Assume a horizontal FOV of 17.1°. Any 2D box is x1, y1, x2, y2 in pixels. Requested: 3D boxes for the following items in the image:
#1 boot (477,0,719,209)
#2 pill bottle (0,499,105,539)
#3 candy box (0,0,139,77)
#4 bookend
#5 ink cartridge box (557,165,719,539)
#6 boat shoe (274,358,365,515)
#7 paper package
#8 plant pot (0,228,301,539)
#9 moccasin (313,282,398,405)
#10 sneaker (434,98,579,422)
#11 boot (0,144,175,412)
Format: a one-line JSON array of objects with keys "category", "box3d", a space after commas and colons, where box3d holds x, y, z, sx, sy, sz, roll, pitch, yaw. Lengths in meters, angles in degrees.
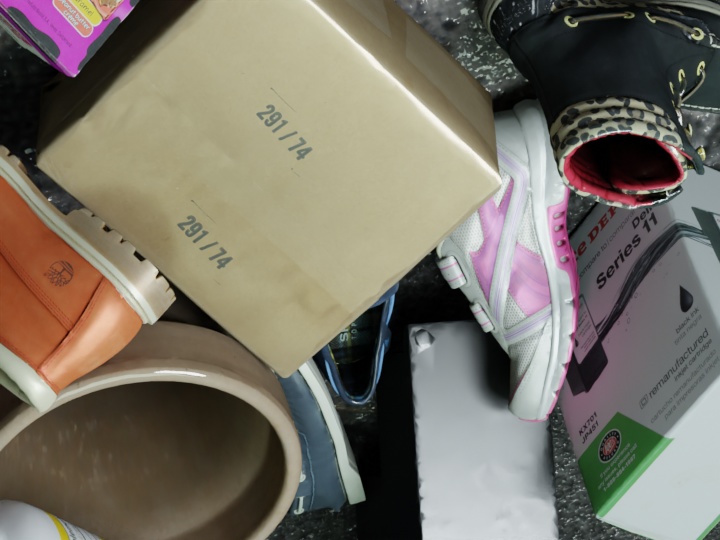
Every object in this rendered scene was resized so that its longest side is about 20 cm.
[{"category": "boot", "box3d": [0.171, -0.092, 1.373, 0.202, 0.154, 0.074, 13, 128, -27]}, {"category": "pill bottle", "box3d": [-0.178, 0.193, 1.325, 0.111, 0.112, 0.200, -41, 131, 22]}, {"category": "candy box", "box3d": [-0.127, -0.215, 1.166, 0.200, 0.061, 0.136, -50, 136, -7]}, {"category": "bookend", "box3d": [0.056, 0.134, 1.585, 0.091, 0.200, 0.200, -4, 178, -13]}, {"category": "ink cartridge box", "box3d": [0.190, 0.045, 1.482, 0.083, 0.201, 0.147, 19, 124, -28]}, {"category": "boat shoe", "box3d": [-0.046, 0.096, 1.549, 0.061, 0.075, 0.200, -21, 148, -1]}, {"category": "paper package", "box3d": [-0.051, -0.077, 1.320, 0.200, 0.104, 0.190, 40, 113, -22]}, {"category": "plant pot", "box3d": [-0.146, 0.069, 1.416, 0.199, 0.175, 0.201, -9, 134, -9]}, {"category": "moccasin", "box3d": [0.000, 0.000, 1.471, 0.080, 0.068, 0.201, -14, 135, -4]}, {"category": "sneaker", "box3d": [0.087, -0.007, 1.458, 0.088, 0.081, 0.201, -3, 98, 7]}, {"category": "boot", "box3d": [-0.206, -0.007, 1.305, 0.107, 0.200, 0.075, -48, 150, -11]}]
